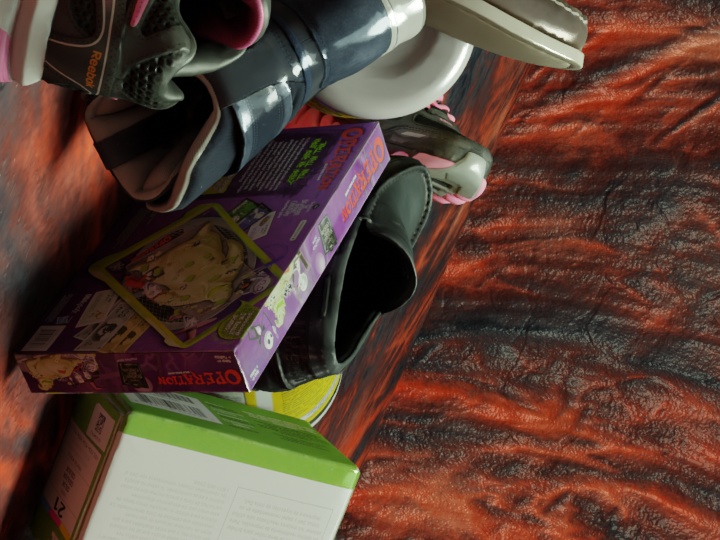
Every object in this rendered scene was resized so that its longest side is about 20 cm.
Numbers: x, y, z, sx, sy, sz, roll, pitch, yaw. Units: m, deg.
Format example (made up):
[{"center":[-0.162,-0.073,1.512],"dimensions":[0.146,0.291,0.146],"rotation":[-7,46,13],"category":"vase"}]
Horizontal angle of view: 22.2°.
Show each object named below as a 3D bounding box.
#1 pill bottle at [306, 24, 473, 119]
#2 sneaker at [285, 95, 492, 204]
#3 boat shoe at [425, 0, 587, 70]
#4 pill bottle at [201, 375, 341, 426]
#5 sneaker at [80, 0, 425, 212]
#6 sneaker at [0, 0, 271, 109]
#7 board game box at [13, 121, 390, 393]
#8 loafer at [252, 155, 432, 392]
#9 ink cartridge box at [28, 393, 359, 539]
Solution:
[{"center":[0.000,-0.137,1.033],"dimensions":[0.200,0.104,0.104],"rotation":[-137,-111,-83],"category":"pill bottle"},{"center":[0.023,-0.105,1.159],"dimensions":[0.200,0.079,0.095],"rotation":[28,-91,53],"category":"sneaker"},{"center":[0.028,-0.158,0.897],"dimensions":[0.072,0.200,0.060],"rotation":[172,-60,-77],"category":"boat shoe"},{"center":[-0.066,0.027,1.078],"dimensions":[0.200,0.112,0.113],"rotation":[92,21,-70],"category":"pill bottle"},{"center":[-0.073,-0.086,0.861],"dimensions":[0.146,0.077,0.202],"rotation":[-37,-171,-22],"category":"sneaker"},{"center":[-0.070,-0.116,0.716],"dimensions":[0.200,0.086,0.080],"rotation":[-61,172,-47],"category":"sneaker"},{"center":[-0.073,-0.009,0.908],"dimensions":[0.200,0.120,0.032],"rotation":[-59,135,-49],"category":"board game box"},{"center":[0.000,0.000,0.951],"dimensions":[0.201,0.070,0.068],"rotation":[-50,135,-51],"category":"loafer"},{"center":[-0.110,0.171,1.014],"dimensions":[0.076,0.148,0.200],"rotation":[35,-75,60],"category":"ink cartridge box"}]
